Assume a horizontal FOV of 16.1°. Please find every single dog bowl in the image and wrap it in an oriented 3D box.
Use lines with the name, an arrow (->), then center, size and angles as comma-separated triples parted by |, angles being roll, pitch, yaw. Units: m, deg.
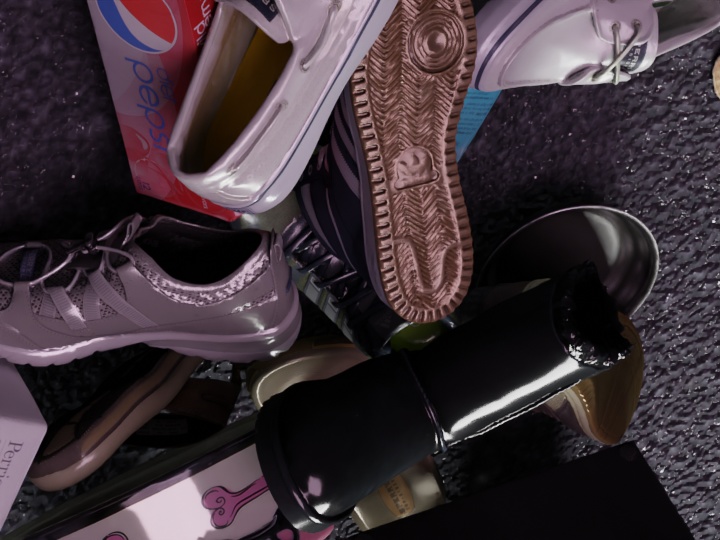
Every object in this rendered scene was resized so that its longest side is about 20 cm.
dog bowl -> -0.102, 0.142, 1.374 | 0.200, 0.200, 0.074 | -25, 91, -12

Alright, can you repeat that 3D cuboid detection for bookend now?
bookend -> 0.085, 0.222, 1.563 | 0.198, 0.092, 0.200 | -17, 146, -21

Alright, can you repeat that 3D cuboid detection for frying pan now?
frying pan -> 0.097, 0.026, 1.527 | 0.115, 0.031, 0.190 | 28, 118, -36

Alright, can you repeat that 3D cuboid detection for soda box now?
soda box -> -0.089, -0.121, 1.277 | 0.063, 0.070, 0.200 | -51, 146, -35

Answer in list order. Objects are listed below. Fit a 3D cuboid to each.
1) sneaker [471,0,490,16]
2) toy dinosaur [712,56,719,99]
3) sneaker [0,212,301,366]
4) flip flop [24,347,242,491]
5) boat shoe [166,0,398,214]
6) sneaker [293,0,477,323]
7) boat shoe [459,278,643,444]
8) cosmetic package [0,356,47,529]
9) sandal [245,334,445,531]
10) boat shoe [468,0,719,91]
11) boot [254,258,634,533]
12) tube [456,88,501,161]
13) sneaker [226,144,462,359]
sneaker -> 0.037, -0.176, 1.333 | 0.087, 0.074, 0.200 | 15, 117, -41
toy dinosaur -> 0.262, -0.118, 1.518 | 0.101, 0.058, 0.200 | -25, 122, 7
sneaker -> -0.130, -0.003, 1.328 | 0.199, 0.075, 0.082 | -1, 136, -3
flip flop -> -0.104, 0.073, 1.375 | 0.081, 0.200, 0.058 | -27, 99, 39
boat shoe -> -0.041, -0.129, 1.217 | 0.086, 0.075, 0.202 | 19, 99, -59
sneaker -> 0.009, -0.082, 1.321 | 0.070, 0.108, 0.201 | -10, 109, -21
boat shoe -> 0.113, 0.047, 1.492 | 0.201, 0.066, 0.072 | 41, 65, -62
cosmetic package -> -0.299, 0.116, 1.313 | 0.200, 0.123, 0.200 | 12, 114, -35
sandal -> 0.002, 0.108, 1.508 | 0.080, 0.054, 0.200 | -29, 132, 4
boat shoe -> 0.132, -0.135, 1.365 | 0.200, 0.067, 0.074 | -31, 155, -39
boot -> 0.048, 0.061, 1.311 | 0.162, 0.198, 0.074 | -24, 90, 21
tube -> 0.075, -0.140, 1.396 | 0.077, 0.050, 0.200 | 4, 121, -48
sneaker -> 0.000, 0.000, 1.416 | 0.074, 0.081, 0.200 | -46, 123, 11
